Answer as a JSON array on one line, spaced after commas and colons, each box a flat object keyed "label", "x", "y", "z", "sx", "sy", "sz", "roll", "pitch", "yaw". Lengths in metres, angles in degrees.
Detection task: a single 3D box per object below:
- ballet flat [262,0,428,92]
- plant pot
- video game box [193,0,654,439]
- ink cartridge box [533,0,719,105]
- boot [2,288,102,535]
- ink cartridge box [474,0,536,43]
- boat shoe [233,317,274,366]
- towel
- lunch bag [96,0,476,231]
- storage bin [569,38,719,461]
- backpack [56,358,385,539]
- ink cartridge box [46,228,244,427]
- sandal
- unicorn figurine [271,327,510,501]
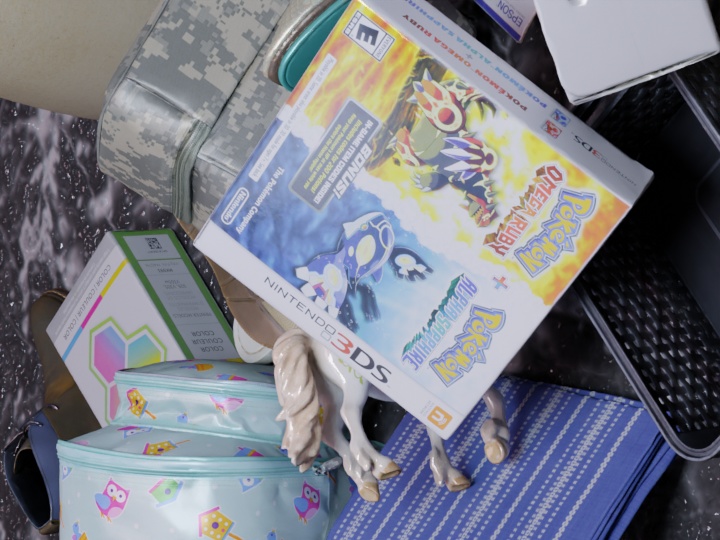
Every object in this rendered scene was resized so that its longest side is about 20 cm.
[{"label": "ballet flat", "x": 0.018, "y": -0.177, "z": 1.518, "sx": 0.200, "sy": 0.067, "sz": 0.062, "roll": -38, "pitch": 55, "yaw": -4}, {"label": "plant pot", "x": -0.217, "y": -0.185, "z": 1.795, "sx": 0.187, "sy": 0.200, "sz": 0.188, "roll": 8, "pitch": 100, "yaw": 48}, {"label": "video game box", "x": 0.030, "y": -0.031, "z": 1.445, "sx": 0.182, "sy": 0.047, "sz": 0.200, "roll": 36, "pitch": 127, "yaw": 1}, {"label": "ink cartridge box", "x": 0.117, "y": -0.188, "z": 1.389, "sx": 0.200, "sy": 0.085, "sz": 0.148, "roll": -94, "pitch": -17, "yaw": -70}, {"label": "boot", "x": -0.211, "y": 0.100, "z": 1.893, "sx": 0.075, "sy": 0.097, "sz": 0.200, "roll": -49, "pitch": 59, "yaw": 39}, {"label": "ink cartridge box", "x": 0.114, "y": -0.238, "z": 1.536, "sx": 0.099, "sy": 0.039, "sz": 0.200, "roll": 48, "pitch": 126, "yaw": 34}, {"label": "boat shoe", "x": 0.000, "y": 0.000, "z": 1.668, "sx": 0.200, "sy": 0.062, "sz": 0.075, "roll": -46, "pitch": 48, "yaw": 33}, {"label": "towel", "x": 0.082, "y": 0.126, "z": 1.556, "sx": 0.200, "sy": 0.024, "sz": 0.145, "roll": 10, "pitch": 58, "yaw": 48}, {"label": "lunch bag", "x": -0.042, "y": -0.104, "z": 1.585, "sx": 0.168, "sy": 0.200, "sz": 0.139, "roll": 29, "pitch": 158, "yaw": 7}, {"label": "storage bin", "x": 0.192, "y": -0.014, "z": 1.428, "sx": 0.135, "sy": 0.094, "sz": 0.200, "roll": -52, "pitch": 57, "yaw": 37}, {"label": "backpack", "x": -0.090, "y": 0.132, "z": 1.656, "sx": 0.175, "sy": 0.200, "sz": 0.154, "roll": 5, "pitch": 99, "yaw": 28}, {"label": "ink cartridge box", "x": -0.128, "y": 0.078, "z": 1.825, "sx": 0.200, "sy": 0.059, "sz": 0.104, "roll": 57, "pitch": 130, "yaw": 28}, {"label": "sandal", "x": -0.068, "y": -0.039, "z": 1.678, "sx": 0.080, "sy": 0.054, "sz": 0.200, "roll": -41, "pitch": 64, "yaw": 32}, {"label": "unicorn figurine", "x": 0.025, "y": 0.062, "z": 1.557, "sx": 0.074, "sy": 0.200, "sz": 0.138, "roll": -34, "pitch": 64, "yaw": 27}]
